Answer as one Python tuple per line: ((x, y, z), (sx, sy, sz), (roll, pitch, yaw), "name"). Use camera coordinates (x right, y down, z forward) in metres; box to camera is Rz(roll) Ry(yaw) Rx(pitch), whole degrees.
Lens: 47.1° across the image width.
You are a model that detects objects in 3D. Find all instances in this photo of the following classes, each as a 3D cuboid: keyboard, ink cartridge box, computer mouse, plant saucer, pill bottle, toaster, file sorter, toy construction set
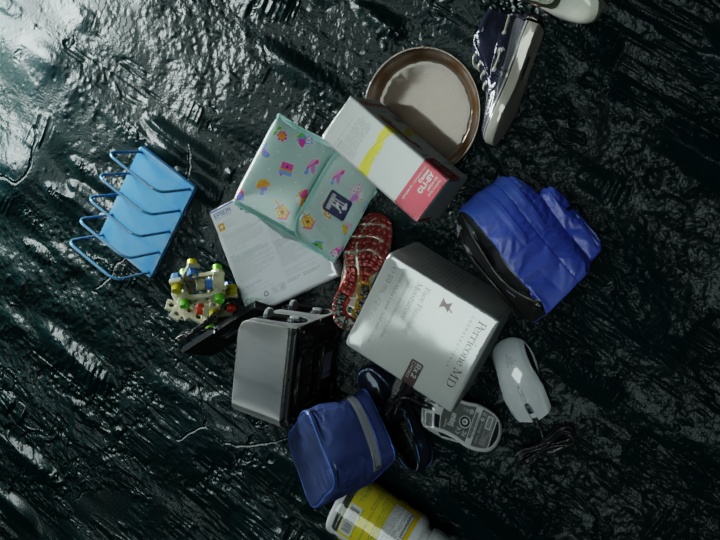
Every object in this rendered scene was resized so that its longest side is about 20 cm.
((-0.247, 0.102, 1.466), (0.198, 0.126, 0.021), (-32, 63, 29), "keyboard")
((0.055, -0.173, 1.272), (0.199, 0.145, 0.084), (41, 108, 10), "ink cartridge box")
((0.266, 0.209, 1.334), (0.108, 0.044, 0.204), (-24, 89, 23), "computer mouse")
((0.100, -0.256, 1.337), (0.196, 0.032, 0.205), (4, 100, 20), "plant saucer")
((0.048, 0.446, 1.414), (0.197, 0.114, 0.116), (30, 107, 14), "pill bottle")
((-0.120, 0.160, 1.405), (0.116, 0.180, 0.205), (12, 103, 24), "toaster")
((0.136, 0.239, 1.361), (0.197, 0.044, 0.112), (25, 76, -1), "computer mouse")
((-0.420, -0.102, 1.510), (0.138, 0.122, 0.202), (35, 108, 12), "file sorter")
((-0.286, 0.054, 1.469), (0.128, 0.200, 0.094), (1, 70, -20), "toy construction set")
((-0.148, -0.049, 1.458), (0.193, 0.043, 0.204), (-23, 86, 22), "ink cartridge box")

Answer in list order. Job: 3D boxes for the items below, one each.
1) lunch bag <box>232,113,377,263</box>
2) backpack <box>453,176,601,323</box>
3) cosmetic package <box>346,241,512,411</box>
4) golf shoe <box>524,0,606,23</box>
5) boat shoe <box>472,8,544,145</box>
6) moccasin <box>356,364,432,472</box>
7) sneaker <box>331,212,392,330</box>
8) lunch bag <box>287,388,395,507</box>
((-0.083, -0.129, 1.344), (0.197, 0.122, 0.173), (29, 87, 5), "lunch bag")
((0.246, -0.045, 1.247), (0.167, 0.163, 0.200), (-42, 80, -10), "backpack")
((0.115, 0.083, 1.308), (0.198, 0.165, 0.167), (30, 107, 14), "cosmetic package")
((0.263, -0.413, 1.214), (0.198, 0.088, 0.078), (35, 141, 15), "golf shoe")
((0.207, -0.303, 1.275), (0.091, 0.074, 0.204), (24, 98, 22), "boat shoe")
((0.059, 0.249, 1.405), (0.080, 0.068, 0.201), (-41, 82, 20), "moccasin")
((0.000, 0.000, 1.390), (0.076, 0.082, 0.204), (20, 87, 5), "sneaker")
((-0.028, 0.290, 1.339), (0.138, 0.130, 0.201), (67, 155, 19), "lunch bag")
